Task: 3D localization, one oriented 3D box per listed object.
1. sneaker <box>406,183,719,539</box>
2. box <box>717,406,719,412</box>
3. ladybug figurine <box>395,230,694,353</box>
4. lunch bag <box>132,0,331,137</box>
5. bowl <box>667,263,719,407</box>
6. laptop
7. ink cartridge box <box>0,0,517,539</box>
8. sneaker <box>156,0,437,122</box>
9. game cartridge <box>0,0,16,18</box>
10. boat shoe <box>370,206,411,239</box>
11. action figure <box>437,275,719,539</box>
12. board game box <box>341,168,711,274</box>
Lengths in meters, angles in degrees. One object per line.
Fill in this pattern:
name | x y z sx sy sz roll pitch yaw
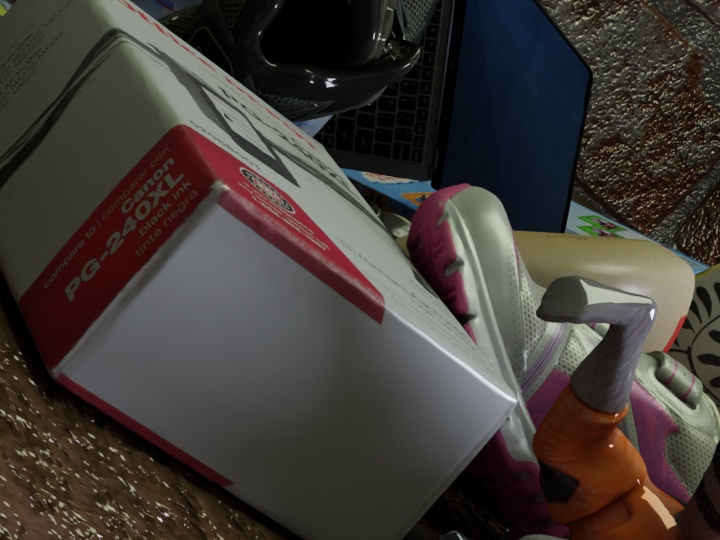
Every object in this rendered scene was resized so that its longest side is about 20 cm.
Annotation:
sneaker | 0.082 0.055 0.786 0.201 0.088 0.081 65 -16 -7
box | 0.097 0.070 0.927 0.162 0.021 0.200 5 1 12
ladybug figurine | 0.071 0.020 0.907 0.134 0.073 0.200 3 2 -1
lunch bag | -0.077 -0.140 1.044 0.200 0.160 0.076 42 10 5
bowl | 0.182 0.075 1.100 0.095 0.200 0.201 62 15 20
laptop | 0.015 -0.084 1.115 0.198 0.188 0.116 9 45 3
ink cartridge box | -0.054 -0.009 0.740 0.145 0.083 0.200 36 11 -35
sneaker | -0.002 -0.108 0.901 0.199 0.114 0.077 -28 99 -51
game cartridge | -0.160 -0.098 0.891 0.200 0.041 0.133 38 13 -21
boat shoe | 0.001 0.001 1.003 0.072 0.066 0.201 45 9 26
action figure | 0.105 0.121 0.655 0.200 0.104 0.194 55 -16 32
board game box | 0.089 -0.018 1.263 0.199 0.037 0.151 30 23 36
